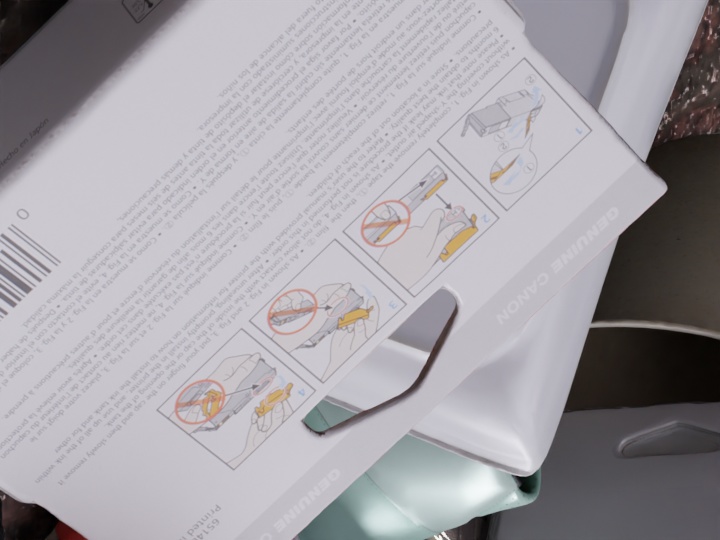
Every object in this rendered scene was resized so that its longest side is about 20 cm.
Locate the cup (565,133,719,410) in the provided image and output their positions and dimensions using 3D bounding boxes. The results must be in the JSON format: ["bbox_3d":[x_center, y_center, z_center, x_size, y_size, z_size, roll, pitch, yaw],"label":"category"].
[{"bbox_3d":[0.145,0.029,1.125,0.201,0.199,0.144,62,36,-44],"label":"cup"}]

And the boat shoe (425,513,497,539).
[{"bbox_3d":[0.020,0.097,1.070,0.200,0.073,0.075,66,30,-30],"label":"boat shoe"}]

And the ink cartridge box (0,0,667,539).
[{"bbox_3d":[-0.033,-0.011,0.776,0.200,0.045,0.176,-43,135,5],"label":"ink cartridge box"}]

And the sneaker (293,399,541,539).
[{"bbox_3d":[0.000,0.000,0.946,0.074,0.118,0.201,-50,123,-64],"label":"sneaker"}]

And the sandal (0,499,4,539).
[{"bbox_3d":[-0.139,0.052,0.827,0.045,0.200,0.075,-14,124,3],"label":"sandal"}]

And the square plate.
[{"bbox_3d":[0.001,-0.058,0.901,0.028,0.197,0.201,123,-12,-85],"label":"square plate"}]

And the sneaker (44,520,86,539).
[{"bbox_3d":[-0.057,0.134,1.030,0.093,0.070,0.200,-45,140,-1],"label":"sneaker"}]

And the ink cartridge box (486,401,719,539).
[{"bbox_3d":[0.153,0.144,1.080,0.200,0.145,0.085,59,37,-39],"label":"ink cartridge box"}]
